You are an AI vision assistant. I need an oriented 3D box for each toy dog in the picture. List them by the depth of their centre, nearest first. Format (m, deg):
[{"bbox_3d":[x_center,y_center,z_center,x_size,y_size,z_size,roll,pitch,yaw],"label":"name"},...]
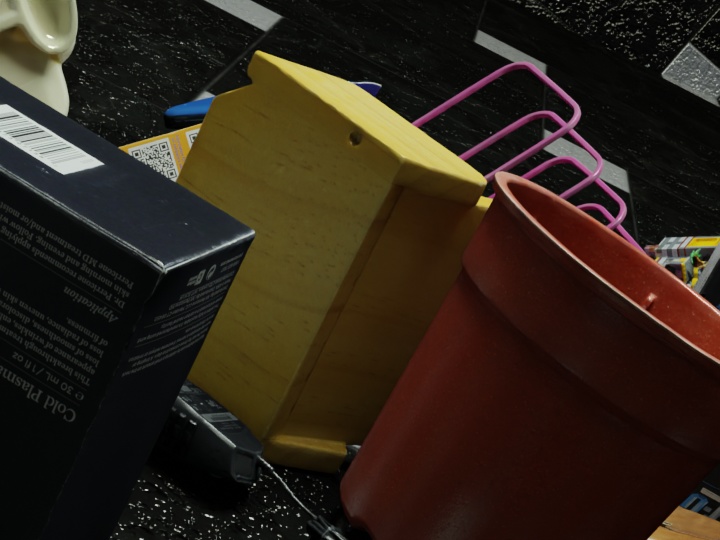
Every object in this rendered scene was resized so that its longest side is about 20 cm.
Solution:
[{"bbox_3d":[-0.268,-0.157,1.163,0.200,0.139,0.195,33,-25,58],"label":"toy dog"}]

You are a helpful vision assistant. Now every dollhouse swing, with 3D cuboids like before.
[{"bbox_3d":[0.000,0.000,1.029,0.181,0.201,0.175,38,22,32],"label":"dollhouse swing"}]

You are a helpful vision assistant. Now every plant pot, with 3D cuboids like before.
[{"bbox_3d":[0.099,0.084,0.920,0.200,0.196,0.201,33,12,-8],"label":"plant pot"}]

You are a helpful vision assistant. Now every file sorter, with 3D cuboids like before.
[{"bbox_3d":[0.131,-0.034,1.280,0.201,0.125,0.139,60,0,-31],"label":"file sorter"}]

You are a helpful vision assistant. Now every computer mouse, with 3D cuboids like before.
[{"bbox_3d":[-0.052,0.121,0.915,0.200,0.034,0.059,39,6,16],"label":"computer mouse"}]

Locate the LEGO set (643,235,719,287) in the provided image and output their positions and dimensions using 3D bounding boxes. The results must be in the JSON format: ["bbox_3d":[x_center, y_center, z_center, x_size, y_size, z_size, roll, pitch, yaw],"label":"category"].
[{"bbox_3d":[0.269,0.060,1.333,0.115,0.201,0.154,-1,27,29],"label":"LEGO set"}]

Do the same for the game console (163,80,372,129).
[{"bbox_3d":[-0.044,-0.088,1.381,0.169,0.119,0.200,-1,10,18],"label":"game console"}]

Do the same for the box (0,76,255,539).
[{"bbox_3d":[-0.181,0.018,0.755,0.199,0.183,0.104,31,18,11],"label":"box"}]

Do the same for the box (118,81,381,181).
[{"bbox_3d":[-0.080,-0.082,1.160,0.198,0.042,0.119,-15,-2,-7],"label":"box"}]

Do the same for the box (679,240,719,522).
[{"bbox_3d":[0.285,0.109,1.141,0.199,0.199,0.050,28,19,4],"label":"box"}]

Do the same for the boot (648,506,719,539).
[{"bbox_3d":[0.249,0.187,1.027,0.199,0.069,0.188,20,13,18],"label":"boot"}]
